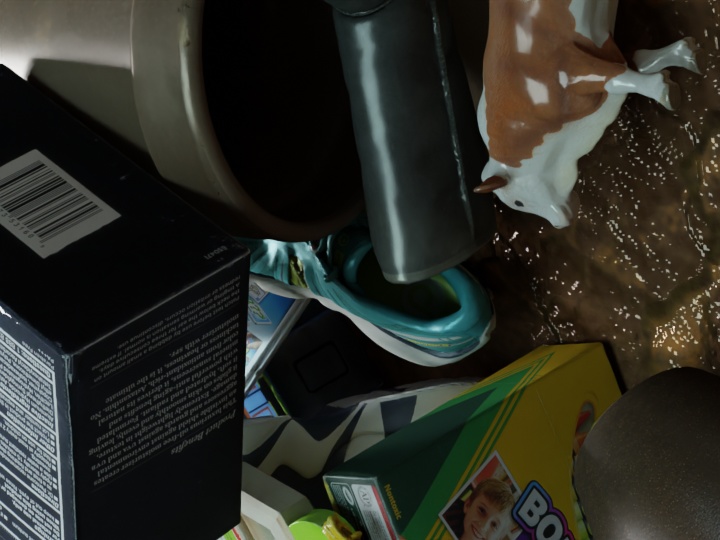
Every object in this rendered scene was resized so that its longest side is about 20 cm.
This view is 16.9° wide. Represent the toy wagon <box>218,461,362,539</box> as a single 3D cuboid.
[{"bbox_3d":[-0.053,0.173,1.332,0.200,0.040,0.155,-29,90,46],"label":"toy wagon"}]

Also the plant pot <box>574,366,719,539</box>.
[{"bbox_3d":[0.202,0.147,1.224,0.200,0.187,0.187,48,142,37],"label":"plant pot"}]

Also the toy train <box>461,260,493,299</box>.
[{"bbox_3d":[0.000,0.000,1.448,0.200,0.034,0.046,18,130,41],"label":"toy train"}]

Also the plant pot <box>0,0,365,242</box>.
[{"bbox_3d":[-0.095,-0.120,1.275,0.174,0.200,0.201,5,117,34],"label":"plant pot"}]

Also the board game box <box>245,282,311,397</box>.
[{"bbox_3d":[-0.132,-0.006,1.414,0.200,0.035,0.126,37,114,5],"label":"board game box"}]

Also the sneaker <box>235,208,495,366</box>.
[{"bbox_3d":[-0.015,-0.017,1.330,0.200,0.078,0.080,25,172,5],"label":"sneaker"}]

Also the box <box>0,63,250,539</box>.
[{"bbox_3d":[-0.164,0.036,1.242,0.200,0.123,0.199,37,141,30],"label":"box"}]

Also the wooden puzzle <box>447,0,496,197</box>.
[{"bbox_3d":[0.035,-0.133,1.334,0.200,0.037,0.185,56,142,14],"label":"wooden puzzle"}]

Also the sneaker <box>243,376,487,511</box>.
[{"bbox_3d":[0.012,0.136,1.392,0.079,0.199,0.130,175,84,-77],"label":"sneaker"}]

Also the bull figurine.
[{"bbox_3d":[0.106,-0.122,1.198,0.121,0.065,0.200,-4,92,32],"label":"bull figurine"}]

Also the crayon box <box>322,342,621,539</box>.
[{"bbox_3d":[0.091,0.165,1.336,0.058,0.172,0.200,-5,109,56],"label":"crayon box"}]

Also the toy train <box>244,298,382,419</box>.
[{"bbox_3d":[-0.020,0.113,1.486,0.200,0.087,0.114,60,154,1],"label":"toy train"}]

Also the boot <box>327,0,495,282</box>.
[{"bbox_3d":[0.007,-0.092,1.212,0.072,0.182,0.200,11,111,33],"label":"boot"}]
